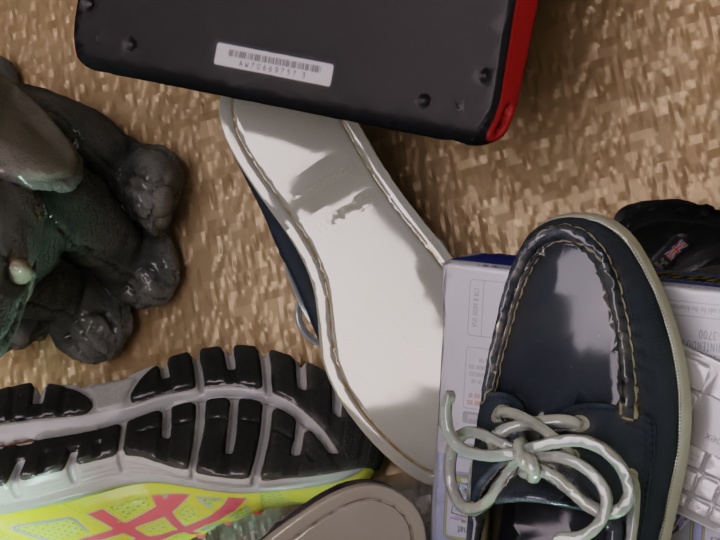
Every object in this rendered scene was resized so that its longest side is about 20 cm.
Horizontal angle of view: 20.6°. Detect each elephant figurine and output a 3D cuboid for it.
[{"bbox_3d":[-0.169,-0.027,0.862,0.155,0.200,0.142,13,92,24],"label":"elephant figurine"}]

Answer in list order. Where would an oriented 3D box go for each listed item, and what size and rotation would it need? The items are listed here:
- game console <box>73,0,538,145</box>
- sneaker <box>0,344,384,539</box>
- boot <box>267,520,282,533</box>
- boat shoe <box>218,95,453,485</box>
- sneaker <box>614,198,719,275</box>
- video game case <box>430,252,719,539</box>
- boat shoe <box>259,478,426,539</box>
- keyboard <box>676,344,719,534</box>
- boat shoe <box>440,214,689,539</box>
[{"bbox_3d":[-0.017,-0.153,0.788,0.199,0.031,0.178,13,98,24],"label":"game console"},{"bbox_3d":[-0.086,0.093,0.895,0.199,0.091,0.078,-4,41,9],"label":"sneaker"},{"bbox_3d":[0.058,0.187,0.826,0.199,0.064,0.187,-10,83,21],"label":"boot"},{"bbox_3d":[0.000,0.000,0.859,0.075,0.062,0.200,-33,83,2],"label":"boat shoe"},{"bbox_3d":[0.144,-0.003,0.794,0.200,0.076,0.088,-33,68,18],"label":"sneaker"},{"bbox_3d":[0.125,0.093,0.741,0.199,0.045,0.182,6,97,23],"label":"video game case"},{"bbox_3d":[-0.044,0.157,0.796,0.073,0.063,0.200,30,104,-13],"label":"boat shoe"},{"bbox_3d":[0.171,0.083,0.690,0.199,0.011,0.056,25,105,19],"label":"keyboard"},{"bbox_3d":[0.066,0.080,0.685,0.075,0.062,0.201,6,90,31],"label":"boat shoe"}]
